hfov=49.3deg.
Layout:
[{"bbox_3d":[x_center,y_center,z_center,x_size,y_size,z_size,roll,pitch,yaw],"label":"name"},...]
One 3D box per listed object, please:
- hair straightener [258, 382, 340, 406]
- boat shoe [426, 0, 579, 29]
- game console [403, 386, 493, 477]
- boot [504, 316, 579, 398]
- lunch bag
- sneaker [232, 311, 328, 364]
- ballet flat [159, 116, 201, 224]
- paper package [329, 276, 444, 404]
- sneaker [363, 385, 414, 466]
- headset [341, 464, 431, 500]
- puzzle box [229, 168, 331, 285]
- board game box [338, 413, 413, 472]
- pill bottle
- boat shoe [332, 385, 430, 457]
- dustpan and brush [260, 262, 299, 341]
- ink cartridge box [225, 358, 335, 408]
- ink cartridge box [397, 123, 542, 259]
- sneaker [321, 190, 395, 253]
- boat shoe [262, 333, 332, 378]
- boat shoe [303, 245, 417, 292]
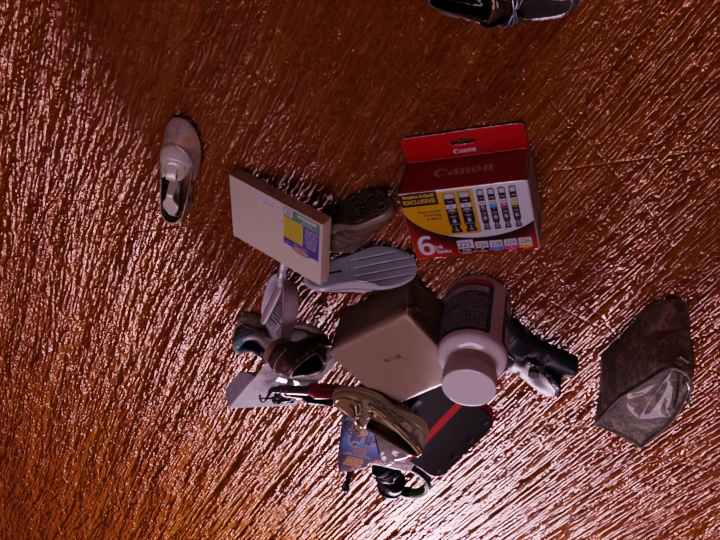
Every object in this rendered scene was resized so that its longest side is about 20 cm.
[{"bbox_3d":[-0.127,0.258,1.565,0.198,0.042,0.077,5,145,-45],"label":"hair straightener"},{"bbox_3d":[0.176,-0.336,0.984,0.195,0.073,0.073,5,134,11],"label":"boat shoe"},{"bbox_3d":[0.155,0.315,1.588,0.176,0.031,0.201,36,108,-13],"label":"game console"},{"bbox_3d":[0.282,0.188,1.442,0.167,0.077,0.201,33,126,-11],"label":"boot"},{"bbox_3d":[0.487,0.164,1.301,0.116,0.165,0.202,24,135,-1],"label":"lunch bag"},{"bbox_3d":[-0.156,0.149,1.524,0.195,0.087,0.079,8,134,8],"label":"sneaker"},{"bbox_3d":[-0.302,-0.155,1.294,0.067,0.068,0.202,14,134,1],"label":"ballet flat"},{"bbox_3d":[0.075,0.133,1.433,0.198,0.105,0.191,-28,120,34],"label":"paper package"},{"bbox_3d":[0.063,0.272,1.540,0.090,0.204,0.076,-16,171,6],"label":"sneaker"},{"bbox_3d":[0.059,0.472,1.761,0.196,0.095,0.125,5,134,21],"label":"headset"},{"bbox_3d":[-0.134,-0.072,1.300,0.198,0.025,0.135,29,138,22],"label":"puzzle box"},{"bbox_3d":[0.030,0.356,1.667,0.196,0.062,0.202,15,128,-12],"label":"board game box"},{"bbox_3d":[0.190,0.118,1.316,0.117,0.202,0.121,8,134,8],"label":"pill bottle"},{"bbox_3d":[0.034,0.278,1.460,0.196,0.063,0.074,22,138,7],"label":"boat shoe"},{"bbox_3d":[-0.144,0.037,1.417,0.056,0.140,0.203,16,109,-29],"label":"dustpan and brush"},{"bbox_3d":[-0.159,0.207,1.560,0.157,0.048,0.200,5,141,-35],"label":"ink cartridge box"},{"bbox_3d":[0.163,-0.116,1.187,0.196,0.085,0.178,-5,130,21],"label":"ink cartridge box"},{"bbox_3d":[-0.013,-0.073,1.301,0.197,0.072,0.075,-14,141,35],"label":"sneaker"},{"bbox_3d":[-0.095,0.160,1.402,0.070,0.199,0.072,30,105,24],"label":"boat shoe"},{"bbox_3d":[0.000,0.000,1.362,0.195,0.075,0.067,-2,171,2],"label":"boat shoe"}]
